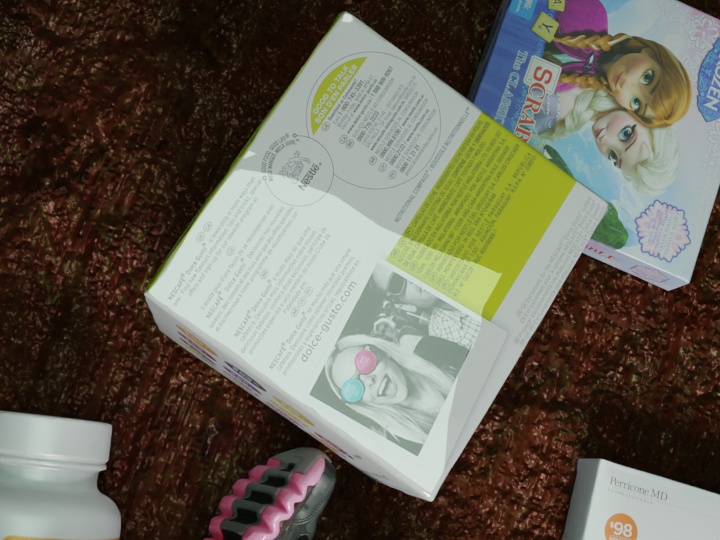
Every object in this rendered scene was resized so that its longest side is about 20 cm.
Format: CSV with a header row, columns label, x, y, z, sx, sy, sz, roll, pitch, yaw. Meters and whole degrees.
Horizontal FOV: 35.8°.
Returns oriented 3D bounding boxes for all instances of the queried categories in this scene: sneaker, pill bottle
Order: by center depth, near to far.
label,x,y,z,sx,sy,sz,roll,pitch,yaw
pill bottle,-0.208,0.192,0.690,0.109,0.111,0.204,7,81,-8
sneaker,-0.067,0.215,0.739,0.095,0.079,0.202,38,78,-24

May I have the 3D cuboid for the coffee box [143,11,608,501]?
label,x,y,z,sx,sy,sz,roll,pitch,yaw
coffee box,0.000,0.000,0.706,0.196,0.200,0.202,34,79,-2

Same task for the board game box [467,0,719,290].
label,x,y,z,sx,sy,sz,roll,pitch,yaw
board game box,0.180,-0.117,0.832,0.196,0.041,0.203,21,79,-5

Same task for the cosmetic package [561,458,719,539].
label,x,y,z,sx,sy,sz,roll,pitch,yaw
cosmetic package,0.235,0.233,0.786,0.196,0.052,0.153,17,77,-6
